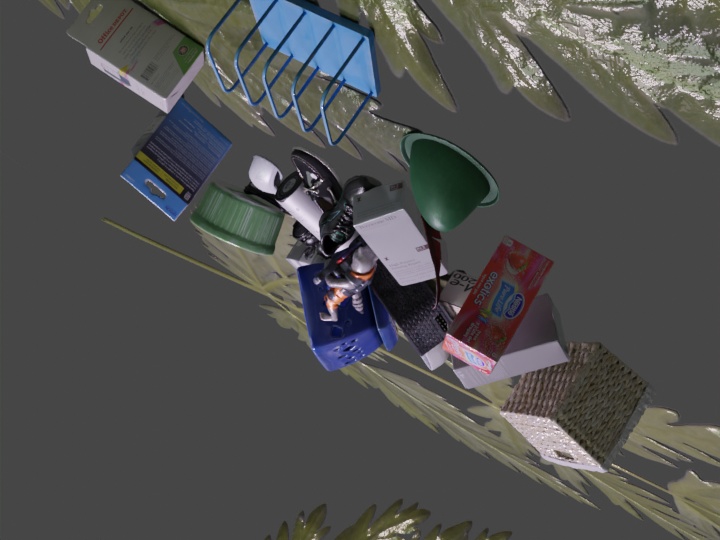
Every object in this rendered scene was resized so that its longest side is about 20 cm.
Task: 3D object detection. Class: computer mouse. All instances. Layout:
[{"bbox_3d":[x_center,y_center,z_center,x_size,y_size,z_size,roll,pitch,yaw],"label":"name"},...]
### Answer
[{"bbox_3d":[-0.203,-0.182,1.855,0.109,0.044,0.200,32,164,8],"label":"computer mouse"}]

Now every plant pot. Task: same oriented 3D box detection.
[{"bbox_3d":[-0.021,0.090,1.942,0.179,0.201,0.200,-13,158,3],"label":"plant pot"}]

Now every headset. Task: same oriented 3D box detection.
[{"bbox_3d":[-0.096,-0.060,1.914,0.123,0.094,0.200,35,175,-6],"label":"headset"}]

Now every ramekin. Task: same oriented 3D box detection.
[{"bbox_3d":[-0.264,-0.119,1.946,0.200,0.098,0.200,25,-172,-4],"label":"ramekin"}]

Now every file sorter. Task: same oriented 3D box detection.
[{"bbox_3d":[-0.091,-0.281,1.216,0.200,0.123,0.139,28,164,16],"label":"file sorter"}]

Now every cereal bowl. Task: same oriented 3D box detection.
[{"bbox_3d":[0.140,0.109,1.915,0.200,0.083,0.200,61,177,5],"label":"cereal bowl"}]

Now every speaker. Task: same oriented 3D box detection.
[{"bbox_3d":[-0.075,-0.106,1.764,0.200,0.081,0.081,42,162,-29],"label":"speaker"}]

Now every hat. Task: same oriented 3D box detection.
[{"bbox_3d":[0.103,-0.079,1.331,0.200,0.176,0.166,35,164,-8],"label":"hat"}]

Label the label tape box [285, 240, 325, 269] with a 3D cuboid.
[{"bbox_3d":[-0.062,0.004,2.088,0.200,0.066,0.143,17,158,47],"label":"label tape box"}]

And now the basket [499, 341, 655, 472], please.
[{"bbox_3d":[0.409,0.251,1.688,0.161,0.200,0.198,43,161,-14],"label":"basket"}]

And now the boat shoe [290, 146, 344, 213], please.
[{"bbox_3d":[-0.073,-0.153,1.660,0.074,0.060,0.200,19,159,41],"label":"boat shoe"}]

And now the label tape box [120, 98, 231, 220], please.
[{"bbox_3d":[-0.371,-0.220,1.751,0.143,0.200,0.066,42,162,-29],"label":"label tape box"}]

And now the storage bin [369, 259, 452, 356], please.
[{"bbox_3d":[0.091,0.055,1.754,0.200,0.094,0.135,56,-179,40],"label":"storage bin"}]

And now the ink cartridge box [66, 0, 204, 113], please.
[{"bbox_3d":[-0.379,-0.374,1.496,0.200,0.117,0.067,34,166,-2],"label":"ink cartridge box"}]

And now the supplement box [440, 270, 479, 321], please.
[{"bbox_3d":[0.251,0.096,1.742,0.126,0.074,0.200,21,160,38],"label":"supplement box"}]

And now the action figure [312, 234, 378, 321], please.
[{"bbox_3d":[0.000,0.000,1.655,0.105,0.200,0.194,43,155,7],"label":"action figure"}]

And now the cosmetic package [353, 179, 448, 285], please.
[{"bbox_3d":[0.073,-0.062,1.559,0.101,0.074,0.200,-17,141,22],"label":"cosmetic package"}]

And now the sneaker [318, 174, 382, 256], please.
[{"bbox_3d":[-0.018,-0.096,1.604,0.075,0.079,0.200,22,143,-15],"label":"sneaker"}]

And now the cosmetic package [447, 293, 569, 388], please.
[{"bbox_3d":[0.264,0.128,1.591,0.199,0.107,0.090,-15,142,18],"label":"cosmetic package"}]

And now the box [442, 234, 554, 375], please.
[{"bbox_3d":[0.225,0.059,1.458,0.095,0.200,0.103,30,163,10],"label":"box"}]
